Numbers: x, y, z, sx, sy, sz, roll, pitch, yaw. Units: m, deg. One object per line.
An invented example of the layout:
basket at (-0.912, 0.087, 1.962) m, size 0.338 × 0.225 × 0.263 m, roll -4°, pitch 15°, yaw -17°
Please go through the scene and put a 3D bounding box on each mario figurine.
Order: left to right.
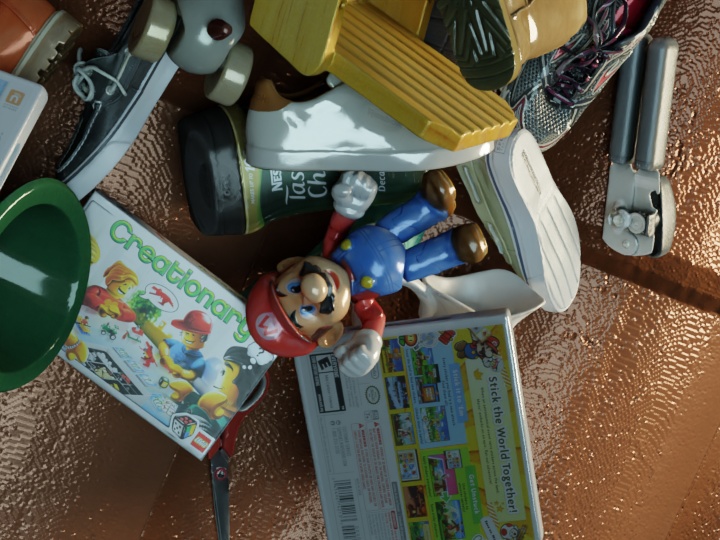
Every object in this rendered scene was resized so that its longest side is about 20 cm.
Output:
mario figurine at (0.000, 0.000, 1.478) m, size 0.199 × 0.124 × 0.106 m, roll -31°, pitch 132°, yaw -9°

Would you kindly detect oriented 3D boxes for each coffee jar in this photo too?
coffee jar at (-0.047, -0.093, 1.534) m, size 0.198 × 0.085 × 0.105 m, roll -12°, pitch 109°, yaw -14°

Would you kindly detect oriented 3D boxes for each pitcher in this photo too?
pitcher at (0.051, 0.096, 1.601) m, size 0.170 × 0.121 × 0.202 m, roll 10°, pitch 110°, yaw -25°

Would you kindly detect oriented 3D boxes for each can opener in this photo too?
can opener at (0.248, -0.109, 1.653) m, size 0.066 × 0.052 × 0.202 m, roll -21°, pitch 119°, yaw -48°

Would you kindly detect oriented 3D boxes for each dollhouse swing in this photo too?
dollhouse swing at (0.044, -0.210, 1.426) m, size 0.175 × 0.200 × 0.183 m, roll 22°, pitch 107°, yaw 20°

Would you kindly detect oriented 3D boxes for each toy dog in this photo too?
toy dog at (-0.105, -0.229, 1.425) m, size 0.131 × 0.096 × 0.202 m, roll 1°, pitch 83°, yaw -30°

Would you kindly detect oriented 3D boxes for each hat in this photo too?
hat at (-0.328, -0.019, 1.451) m, size 0.166 × 0.175 × 0.201 m, roll -58°, pitch 154°, yaw -28°

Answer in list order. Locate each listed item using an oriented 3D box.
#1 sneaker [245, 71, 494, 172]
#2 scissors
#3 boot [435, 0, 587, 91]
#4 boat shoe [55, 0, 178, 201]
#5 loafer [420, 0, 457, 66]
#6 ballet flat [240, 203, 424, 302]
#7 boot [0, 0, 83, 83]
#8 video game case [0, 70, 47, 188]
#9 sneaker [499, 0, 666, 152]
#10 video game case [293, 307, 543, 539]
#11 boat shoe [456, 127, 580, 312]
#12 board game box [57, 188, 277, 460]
sneaker at (0.011, -0.121, 1.462) m, size 0.198 × 0.073 × 0.086 m, roll -1°, pitch 101°, yaw -15°
scissors at (-0.128, 0.163, 1.632) m, size 0.072 × 0.014 × 0.202 m, roll 7°, pitch 106°, yaw -23°
boot at (0.112, -0.241, 1.454) m, size 0.066 × 0.200 × 0.177 m, roll -2°, pitch 110°, yaw 25°
boat shoe at (-0.192, -0.149, 1.475) m, size 0.068 × 0.074 × 0.200 m, roll 34°, pitch 92°, yaw -21°
loafer at (0.090, -0.238, 1.545) m, size 0.063 × 0.071 × 0.202 m, roll -12°, pitch 119°, yaw -58°
ballet flat at (-0.018, 0.005, 1.584) m, size 0.199 × 0.070 × 0.068 m, roll -33°, pitch 111°, yaw -6°
boot at (-0.312, -0.140, 1.449) m, size 0.107 × 0.075 × 0.201 m, roll 37°, pitch 99°, yaw -6°
video game case at (-0.354, -0.088, 1.370) m, size 0.198 × 0.023 × 0.183 m, roll 20°, pitch 68°, yaw 10°
sneaker at (0.187, -0.188, 1.587) m, size 0.080 × 0.075 × 0.201 m, roll 28°, pitch 98°, yaw -24°
video game case at (0.048, 0.137, 1.550) m, size 0.180 × 0.023 × 0.202 m, roll -7°, pitch 106°, yaw 11°
boat shoe at (0.138, -0.047, 1.624) m, size 0.072 × 0.062 × 0.201 m, roll -54°, pitch 137°, yaw -34°
board game box at (-0.171, 0.044, 1.532) m, size 0.199 × 0.035 × 0.127 m, roll 36°, pitch 94°, yaw -5°
